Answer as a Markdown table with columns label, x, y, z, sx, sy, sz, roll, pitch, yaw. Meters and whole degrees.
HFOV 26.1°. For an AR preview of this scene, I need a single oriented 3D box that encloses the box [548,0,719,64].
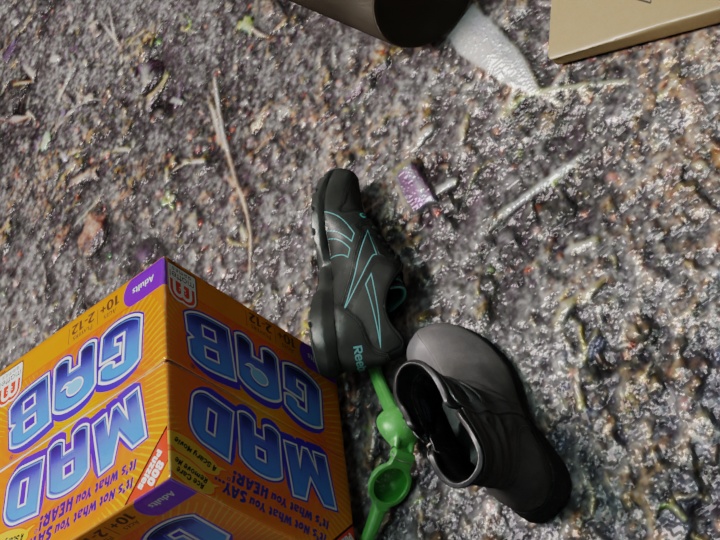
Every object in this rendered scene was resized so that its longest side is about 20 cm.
| label | x | y | z | sx | sy | sz | roll | pitch | yaw |
| --- | --- | --- | --- | --- | --- | --- | --- | --- | --- |
| box | 0.243 | -0.259 | 1.237 | 0.199 | 0.021 | 0.165 | -10 | 62 | 36 |

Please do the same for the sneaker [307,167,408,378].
| label | x | y | z | sx | sy | sz | roll | pitch | yaw |
| --- | --- | --- | --- | --- | --- | --- | --- | --- | --- |
| sneaker | 0.000 | 0.000 | 1.292 | 0.078 | 0.076 | 0.202 | -7 | 56 | 9 |

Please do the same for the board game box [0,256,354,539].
| label | x | y | z | sx | sy | sz | roll | pitch | yaw |
| --- | --- | --- | --- | --- | --- | --- | --- | --- | --- |
| board game box | -0.148 | 0.154 | 1.215 | 0.199 | 0.199 | 0.201 | -33 | 44 | 27 |

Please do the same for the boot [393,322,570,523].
| label | x | y | z | sx | sy | sz | roll | pitch | yaw |
| --- | --- | --- | --- | --- | --- | --- | --- | --- | --- |
| boot | 0.067 | 0.089 | 1.129 | 0.070 | 0.131 | 0.200 | -49 | 46 | 10 |

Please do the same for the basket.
| label | x | y | z | sx | sy | sz | roll | pitch | yaw |
| --- | --- | --- | --- | --- | --- | --- | --- | --- | --- |
| basket | 0.003 | -0.293 | 1.390 | 0.200 | 0.136 | 0.181 | 42 | 101 | 41 |

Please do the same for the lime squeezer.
| label | x | y | z | sx | sy | sz | roll | pitch | yaw |
| --- | --- | --- | --- | --- | --- | --- | --- | --- | --- |
| lime squeezer | 0.013 | 0.149 | 1.211 | 0.070 | 0.038 | 0.202 | -11 | 62 | 37 |
